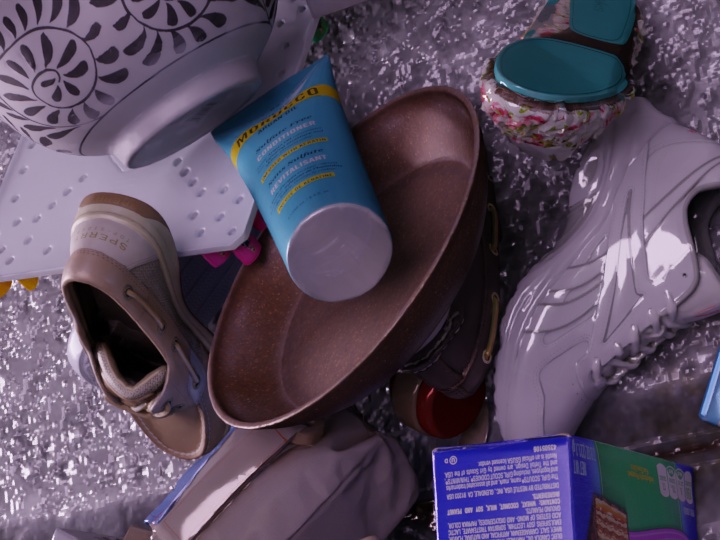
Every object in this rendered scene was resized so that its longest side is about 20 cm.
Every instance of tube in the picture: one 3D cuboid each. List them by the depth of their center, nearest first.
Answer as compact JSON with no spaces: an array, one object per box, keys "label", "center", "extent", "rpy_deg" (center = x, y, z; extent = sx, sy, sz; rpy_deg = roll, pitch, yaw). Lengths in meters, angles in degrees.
[{"label":"tube","center":[-0.029,-0.052,0.977],"extent":[0.077,0.051,0.200],"rpy_deg":[-29,29,2]}]

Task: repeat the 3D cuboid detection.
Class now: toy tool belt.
[{"label":"toy tool belt","center":[-0.037,0.104,1.036],"extent":[0.122,0.125,0.200],"rpy_deg":[24,65,44]}]

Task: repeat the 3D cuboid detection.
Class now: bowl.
[{"label":"bowl","center":[-0.114,-0.117,1.037],"extent":[0.200,0.201,0.095],"rpy_deg":[-34,85,17]}]

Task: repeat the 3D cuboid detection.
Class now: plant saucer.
[{"label":"plant saucer","center":[0.000,0.000,0.968],"extent":[0.200,0.037,0.201],"rpy_deg":[-40,28,26]}]

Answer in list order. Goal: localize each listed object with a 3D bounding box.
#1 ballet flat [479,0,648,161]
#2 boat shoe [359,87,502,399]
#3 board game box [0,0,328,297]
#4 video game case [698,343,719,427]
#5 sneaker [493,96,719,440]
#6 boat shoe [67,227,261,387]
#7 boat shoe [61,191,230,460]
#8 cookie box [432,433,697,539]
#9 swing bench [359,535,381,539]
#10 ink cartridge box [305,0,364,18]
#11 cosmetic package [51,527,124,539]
[{"label":"ballet flat","center":[0.105,-0.092,0.985],"extent":[0.075,0.200,0.064],"rpy_deg":[22,119,12]},{"label":"boat shoe","center":[0.044,-0.017,1.032],"extent":[0.072,0.059,0.201],"rpy_deg":[-32,32,29]},{"label":"board game box","center":[-0.117,-0.078,1.122],"extent":[0.199,0.026,0.201],"rpy_deg":[-7,51,32]},{"label":"video game case","center":[0.279,0.034,0.950],"extent":[0.199,0.018,0.144],"rpy_deg":[16,87,29]},{"label":"sneaker","center":[0.138,0.014,0.996],"extent":[0.099,0.078,0.201],"rpy_deg":[23,91,26]},{"label":"boat shoe","center":[-0.104,-0.020,1.140],"extent":[0.200,0.072,0.062],"rpy_deg":[-49,47,-1]},{"label":"boat shoe","center":[-0.120,0.047,1.054],"extent":[0.071,0.201,0.065],"rpy_deg":[6,50,16]},{"label":"cookie box","center":[0.107,0.189,0.919],"extent":[0.075,0.171,0.202],"rpy_deg":[-10,75,28]},{"label":"swing bench","center":[-0.065,0.254,0.888],"extent":[0.198,0.130,0.200],"rpy_deg":[-11,53,-2]},{"label":"ink cartridge box","center":[-0.003,-0.275,1.067],"extent":[0.144,0.147,0.201],"rpy_deg":[-22,67,-4]},{"label":"cosmetic package","center":[-0.098,0.230,1.071],"extent":[0.199,0.071,0.102],"rpy_deg":[23,89,29]}]
